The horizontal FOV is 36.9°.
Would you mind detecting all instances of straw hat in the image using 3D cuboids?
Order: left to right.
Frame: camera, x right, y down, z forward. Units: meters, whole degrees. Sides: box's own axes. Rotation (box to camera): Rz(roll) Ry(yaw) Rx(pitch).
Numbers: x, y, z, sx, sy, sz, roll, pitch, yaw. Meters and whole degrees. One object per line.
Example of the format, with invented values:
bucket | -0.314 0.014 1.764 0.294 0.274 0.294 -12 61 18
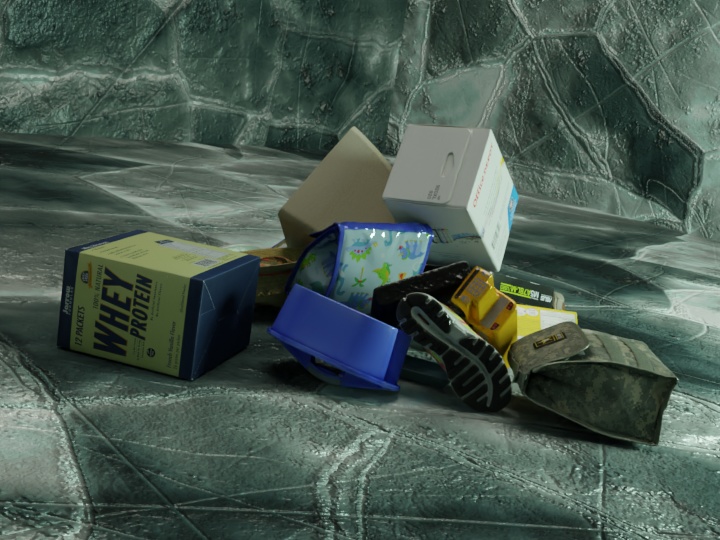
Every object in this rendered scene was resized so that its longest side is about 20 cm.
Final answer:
straw hat | -0.153 0.019 1.748 0.200 0.086 0.201 -5 9 1

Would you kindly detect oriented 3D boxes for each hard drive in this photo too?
hard drive | 0.083 0.052 1.569 0.139 0.033 0.200 -16 -18 -8

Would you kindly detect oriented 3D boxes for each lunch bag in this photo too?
lunch bag | 0.000 0.000 1.647 0.169 0.200 0.128 -1 50 -32
lunch bag | 0.296 0.140 1.439 0.199 0.118 0.164 13 10 -1

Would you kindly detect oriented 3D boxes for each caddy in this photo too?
caddy | -0.029 0.100 1.444 0.199 0.105 0.141 23 -3 23

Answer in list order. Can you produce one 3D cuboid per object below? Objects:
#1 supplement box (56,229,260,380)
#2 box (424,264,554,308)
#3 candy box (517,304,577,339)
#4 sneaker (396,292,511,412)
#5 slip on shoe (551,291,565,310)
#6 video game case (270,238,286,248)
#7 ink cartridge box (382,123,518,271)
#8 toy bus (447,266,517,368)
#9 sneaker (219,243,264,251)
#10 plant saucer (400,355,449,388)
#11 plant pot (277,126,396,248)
supplement box | -0.270 0.039 1.466 0.199 0.135 0.200 12 13 15
box | 0.186 0.026 1.786 0.199 0.048 0.193 6 -7 42
candy box | 0.244 0.099 1.690 0.199 0.026 0.103 8 56 -5
sneaker | 0.131 0.102 1.442 0.200 0.078 0.090 50 7 -2
slip on shoe | 0.314 0.083 1.849 0.060 0.076 0.200 11 20 -2
video game case | -0.044 -0.051 2.042 0.200 0.046 0.181 -36 36 -26
ink cartridge box | 0.146 -0.114 1.696 0.144 0.148 0.200 7 -26 25
toy bus | 0.175 0.076 1.509 0.078 0.065 0.200 34 -19 23
sneaker | -0.164 0.000 1.853 0.199 0.074 0.118 9 5 -14
plant saucer | 0.041 0.132 1.548 0.199 0.019 0.070 13 13 20
plant pot | -0.002 -0.086 1.837 0.177 0.200 0.200 37 -13 13
